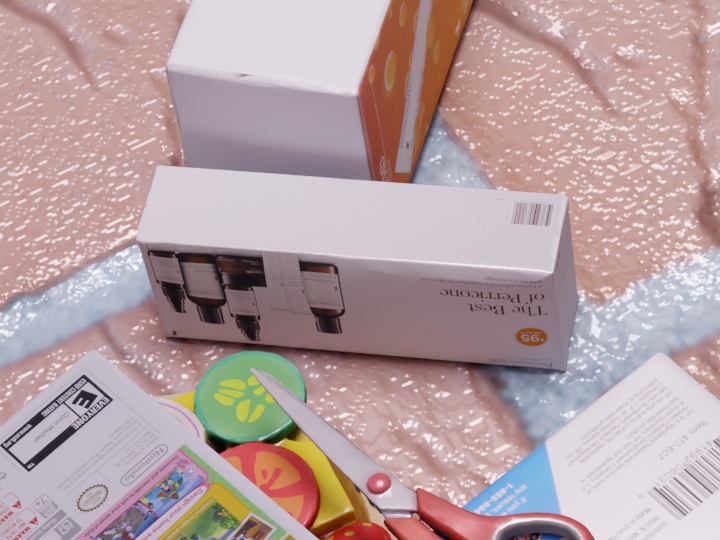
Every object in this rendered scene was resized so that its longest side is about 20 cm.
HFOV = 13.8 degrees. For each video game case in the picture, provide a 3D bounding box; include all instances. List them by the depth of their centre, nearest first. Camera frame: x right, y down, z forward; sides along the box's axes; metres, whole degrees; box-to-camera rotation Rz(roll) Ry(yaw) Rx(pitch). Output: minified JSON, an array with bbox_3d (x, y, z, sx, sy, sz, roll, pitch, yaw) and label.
[{"bbox_3d":[-0.135,0.147,1.305,0.200,0.022,0.182,-41,53,-16],"label":"video game case"}]

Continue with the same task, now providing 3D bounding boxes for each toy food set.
[{"bbox_3d":[-0.083,0.131,1.353,0.200,0.049,0.198,-24,53,-9],"label":"toy food set"}]

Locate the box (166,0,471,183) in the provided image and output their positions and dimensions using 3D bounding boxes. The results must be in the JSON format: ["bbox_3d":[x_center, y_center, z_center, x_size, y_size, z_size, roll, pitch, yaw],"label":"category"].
[{"bbox_3d":[-0.013,-0.129,1.483,0.097,0.124,0.200,9,55,15],"label":"box"}]

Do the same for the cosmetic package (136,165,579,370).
[{"bbox_3d":[0.000,0.000,1.420,0.200,0.083,0.051,4,56,12],"label":"cosmetic package"}]

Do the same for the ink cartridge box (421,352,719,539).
[{"bbox_3d":[0.146,0.154,1.277,0.146,0.084,0.200,-36,56,-17],"label":"ink cartridge box"}]

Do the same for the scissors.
[{"bbox_3d":[0.012,0.104,1.280,0.200,0.014,0.073,26,65,26],"label":"scissors"}]
